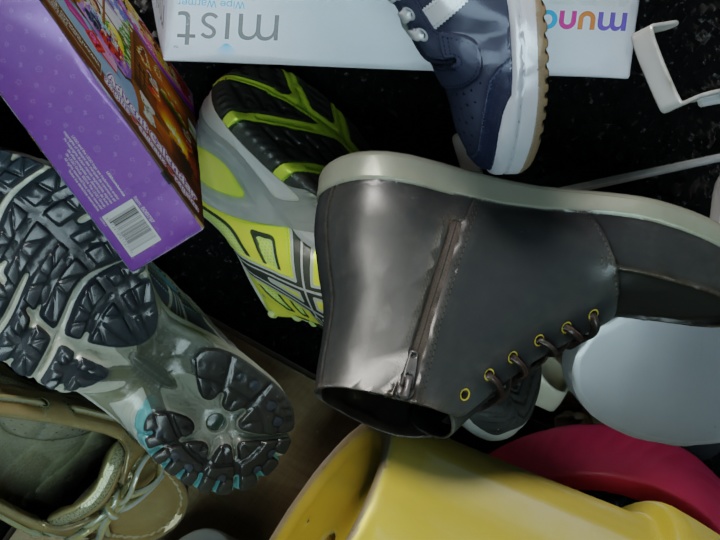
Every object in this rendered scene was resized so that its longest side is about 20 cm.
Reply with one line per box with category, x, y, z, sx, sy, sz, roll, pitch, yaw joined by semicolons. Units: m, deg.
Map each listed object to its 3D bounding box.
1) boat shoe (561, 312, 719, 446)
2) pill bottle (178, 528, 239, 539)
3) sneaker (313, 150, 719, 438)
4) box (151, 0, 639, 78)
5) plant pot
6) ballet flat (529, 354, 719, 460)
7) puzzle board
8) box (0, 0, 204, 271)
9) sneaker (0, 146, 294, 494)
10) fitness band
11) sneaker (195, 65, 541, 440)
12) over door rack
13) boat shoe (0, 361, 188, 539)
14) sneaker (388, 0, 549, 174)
boat shoe;0.174;0.030;1.181;0.199;0.066;0.072;-7;115;-22
pill bottle;-0.013;0.202;1.223;0.199;0.112;0.112;33;109;-30
sneaker;0.073;0.025;1.069;0.199;0.107;0.075;10;159;-12
box;0.017;-0.178;1.063;0.198;0.097;0.178;2;114;-9
plant pot;0.052;0.166;1.098;0.188;0.201;0.201;33;109;-12
ballet flat;0.096;0.052;1.201;0.199;0.073;0.073;28;110;-19
puzzle board;-0.081;0.123;1.245;0.150;0.017;0.200;29;110;-21
box;-0.133;-0.112;1.053;0.039;0.137;0.200;-30;117;9
sneaker;-0.117;0.019;1.125;0.078;0.086;0.200;-43;119;-2
fitness band;0.118;0.138;1.227;0.143;0.038;0.200;-22;136;26
sneaker;0.000;0.000;1.138;0.200;0.075;0.076;48;131;11
over door rack;0.159;-0.046;1.090;0.199;0.148;0.067;2;74;-32
boat shoe;-0.139;0.084;1.138;0.073;0.063;0.201;-46;138;4
sneaker;0.011;-0.129;0.991;0.108;0.070;0.201;-9;109;-9
